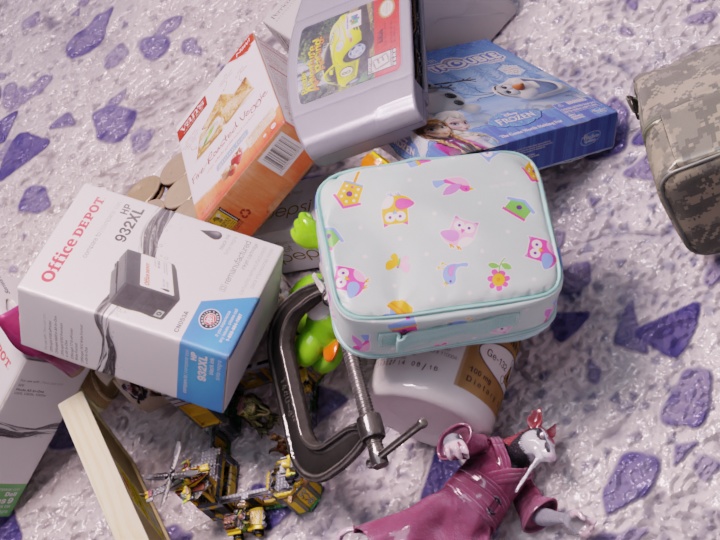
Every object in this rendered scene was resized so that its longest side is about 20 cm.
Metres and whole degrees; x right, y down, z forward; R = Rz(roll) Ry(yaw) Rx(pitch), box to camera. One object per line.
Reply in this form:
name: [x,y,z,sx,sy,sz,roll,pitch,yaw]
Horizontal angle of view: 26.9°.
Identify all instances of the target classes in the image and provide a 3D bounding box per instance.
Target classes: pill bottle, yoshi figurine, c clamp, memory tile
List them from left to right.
memory tile: [-0.238,-0.036,1.558,0.200,0.017,0.153,-36,34,9]
c clamp: [-0.018,0.089,1.276,0.171,0.027,0.201,-47,50,38]
yoshi figurine: [-0.010,-0.008,1.369,0.112,0.112,0.201,31,99,8]
pill bottle: [0.087,0.044,1.313,0.114,0.114,0.201,3,60,34]

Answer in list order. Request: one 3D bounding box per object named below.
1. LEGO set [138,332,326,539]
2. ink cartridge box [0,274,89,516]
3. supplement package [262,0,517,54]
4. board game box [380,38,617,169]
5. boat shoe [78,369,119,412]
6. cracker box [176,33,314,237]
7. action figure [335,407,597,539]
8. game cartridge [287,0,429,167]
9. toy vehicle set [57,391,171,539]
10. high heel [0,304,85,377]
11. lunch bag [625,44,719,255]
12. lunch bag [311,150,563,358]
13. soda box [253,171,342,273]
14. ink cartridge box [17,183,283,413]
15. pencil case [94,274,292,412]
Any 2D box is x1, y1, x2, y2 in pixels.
LEGO set: [-0.113,0.131,1.373,0.153,0.116,0.201,-8,54,27]
ink cartridge box: [-0.367,0.124,1.504,0.146,0.084,0.200,50,116,39]
supplement package: [0.031,-0.259,1.538,0.200,0.156,0.111,-48,46,-6]
board game box: [0.101,-0.150,1.418,0.199,0.044,0.199,-17,36,-32]
boat shoe: [-0.252,0.052,1.552,0.063,0.073,0.201,-19,43,26]
cracker box: [-0.113,-0.131,1.488,0.134,0.058,0.200,-49,30,18]
action figure: [0.095,0.197,1.234,0.200,0.134,0.149,-44,2,-20]
game cartridge: [-0.004,-0.194,1.387,0.133,0.041,0.201,-21,51,26]
toy vehicle set: [-0.210,0.214,1.369,0.026,0.124,0.200,-30,46,-5]
high heel: [-0.296,0.010,1.457,0.067,0.096,0.200,-31,35,31]
lunch bag: [0.334,-0.132,1.267,0.199,0.139,0.168,-22,50,16]
lunch bag: [0.060,-0.009,1.232,0.199,0.077,0.161,-8,62,-5]
soda box: [-0.079,-0.042,1.509,0.199,0.068,0.064,-10,51,27]
ink cartridge box: [-0.187,0.022,1.354,0.199,0.084,0.145,18,48,7]
pencil case: [-0.160,0.059,1.473,0.200,0.089,0.078,-36,54,4]
